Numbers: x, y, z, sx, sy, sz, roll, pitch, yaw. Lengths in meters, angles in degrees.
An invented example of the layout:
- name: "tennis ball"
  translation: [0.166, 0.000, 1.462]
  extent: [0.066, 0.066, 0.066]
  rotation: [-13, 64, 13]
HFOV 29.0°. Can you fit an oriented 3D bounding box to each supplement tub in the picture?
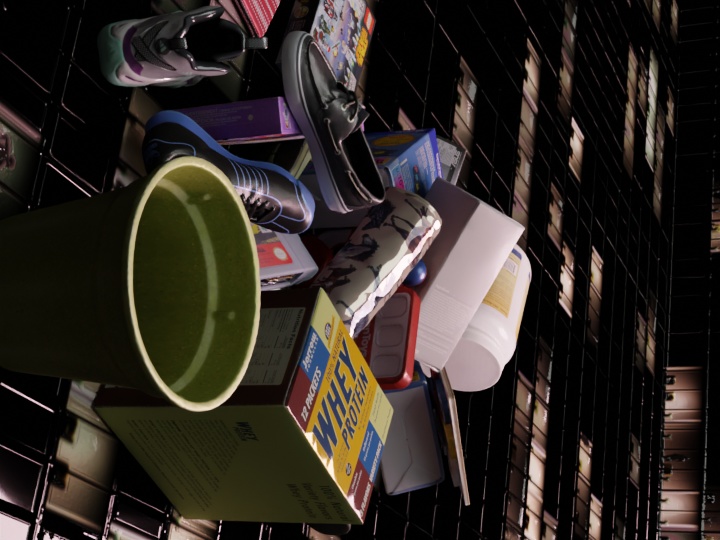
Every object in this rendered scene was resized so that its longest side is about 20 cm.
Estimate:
- name: "supplement tub"
  translation: [0.159, 0.057, 1.990]
  extent: [0.145, 0.144, 0.200]
  rotation: [64, 33, -40]

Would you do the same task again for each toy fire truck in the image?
- name: "toy fire truck"
  translation: [-0.006, 0.043, 1.598]
  extent: [0.112, 0.167, 0.201]
  rotation: [50, 43, -53]

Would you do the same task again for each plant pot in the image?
- name: "plant pot"
  translation: [-0.208, 0.016, 1.136]
  extent: [0.200, 0.184, 0.201]
  rotation: [-4, 90, -65]

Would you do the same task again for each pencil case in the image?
- name: "pencil case"
  translation: [0.000, 0.000, 1.525]
  extent: [0.200, 0.089, 0.078]
  rotation: [-51, 143, -20]

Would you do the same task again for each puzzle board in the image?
- name: "puzzle board"
  translation: [0.101, 0.171, 1.703]
  extent: [0.200, 0.017, 0.151]
  rotation: [-103, -177, -65]

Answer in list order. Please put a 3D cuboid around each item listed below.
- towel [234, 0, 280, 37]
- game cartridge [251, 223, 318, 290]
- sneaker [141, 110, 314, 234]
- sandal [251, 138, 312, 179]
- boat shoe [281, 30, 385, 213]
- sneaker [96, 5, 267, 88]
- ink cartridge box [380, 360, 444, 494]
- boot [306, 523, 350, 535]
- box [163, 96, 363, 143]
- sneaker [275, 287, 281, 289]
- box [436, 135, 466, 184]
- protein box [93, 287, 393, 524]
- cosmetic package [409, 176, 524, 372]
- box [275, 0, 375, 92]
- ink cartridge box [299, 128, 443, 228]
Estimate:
- name: "towel"
  translation: [-0.114, -0.380, 1.588]
  extent: [0.145, 0.022, 0.200]
  rotation: [63, 35, -45]
- name: "game cartridge"
  translation: [-0.130, -0.039, 1.419]
  extent: [0.133, 0.041, 0.200]
  rotation: [53, 25, 13]
- name: "sneaker"
  translation: [-0.129, -0.076, 1.359]
  extent: [0.200, 0.070, 0.078]
  rotation: [28, 35, -27]
- name: "sandal"
  translation: [-0.069, -0.138, 1.595]
  extent: [0.201, 0.080, 0.057]
  rotation: [-56, 135, -37]
- name: "boat shoe"
  translation: [-0.021, -0.146, 1.380]
  extent: [0.070, 0.066, 0.201]
  rotation: [-57, 138, -52]
- name: "sneaker"
  translation: [-0.146, -0.217, 1.352]
  extent: [0.200, 0.139, 0.078]
  rotation: [-34, 117, -62]
- name: "ink cartridge box"
  translation: [0.045, 0.167, 1.731]
  extent: [0.200, 0.076, 0.137]
  rotation: [-111, -170, -71]
- name: "boot"
  translation: [-0.047, 0.194, 1.632]
  extent: [0.200, 0.069, 0.175]
  rotation: [66, 26, -46]
- name: "box"
  translation: [-0.098, -0.156, 1.457]
  extent: [0.200, 0.136, 0.039]
  rotation: [-14, 100, -66]
- name: "sneaker"
  translation: [-0.111, 0.086, 1.478]
  extent: [0.080, 0.074, 0.201]
  rotation: [-45, 124, -47]
- name: "box"
  translation: [0.068, -0.055, 1.814]
  extent: [0.159, 0.048, 0.200]
  rotation: [120, -7, -48]
- name: "protein box"
  translation: [-0.105, 0.132, 1.330]
  extent: [0.199, 0.199, 0.135]
  rotation: [62, 35, -43]
- name: "cosmetic package"
  translation: [0.093, 0.002, 1.643]
  extent: [0.090, 0.107, 0.200]
  rotation: [30, 97, -33]
- name: "box"
  translation: [-0.039, -0.283, 1.718]
  extent: [0.137, 0.040, 0.201]
  rotation: [58, 37, -48]
- name: "ink cartridge box"
  translation: [0.014, -0.118, 1.699]
  extent: [0.200, 0.136, 0.077]
  rotation: [-42, 126, -61]
